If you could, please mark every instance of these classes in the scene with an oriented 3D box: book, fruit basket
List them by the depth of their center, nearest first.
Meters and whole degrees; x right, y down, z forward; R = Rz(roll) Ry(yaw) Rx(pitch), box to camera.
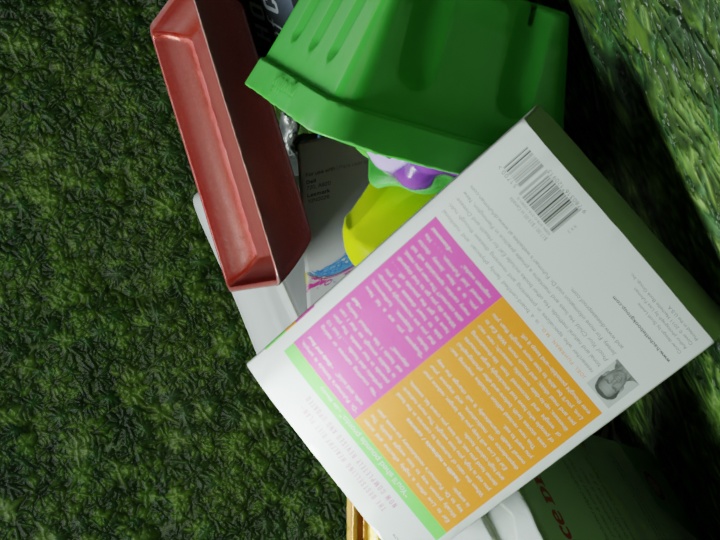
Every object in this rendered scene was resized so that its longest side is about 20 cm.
[{"bbox_3d":[0.054,0.035,0.886,0.134,0.200,0.048,49,-151,-1],"label":"book"},{"bbox_3d":[0.024,-0.056,0.973,0.216,0.155,0.216,-166,90,-73],"label":"fruit basket"}]

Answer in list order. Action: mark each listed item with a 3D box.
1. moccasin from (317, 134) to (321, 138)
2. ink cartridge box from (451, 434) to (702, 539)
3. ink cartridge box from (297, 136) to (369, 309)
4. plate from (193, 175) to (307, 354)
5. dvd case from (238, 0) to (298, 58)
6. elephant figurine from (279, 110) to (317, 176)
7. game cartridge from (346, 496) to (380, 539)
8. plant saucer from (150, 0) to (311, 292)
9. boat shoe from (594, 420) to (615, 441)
[{"bbox_3d":[-0.012,-0.134,1.423,0.200,0.068,0.081,-122,27,-48],"label":"moccasin"},{"bbox_3d":[0.115,0.163,1.017,0.200,0.087,0.145,22,-147,-51],"label":"ink cartridge box"},{"bbox_3d":[0.025,0.021,1.246,0.145,0.084,0.200,45,-143,-60],"label":"ink cartridge box"},{"bbox_3d":[0.000,0.000,1.371,0.200,0.199,0.032,65,150,25],"label":"plate"},{"bbox_3d":[-0.032,-0.176,1.126,0.200,0.025,0.151,31,143,49],"label":"dvd case"},{"bbox_3d":[0.008,-0.021,1.587,0.200,0.155,0.142,50,122,33],"label":"elephant figurine"},{"bbox_3d":[0.041,0.121,1.467,0.200,0.032,0.177,-28,-60,-65],"label":"game cartridge"},{"bbox_3d":[-0.085,-0.088,1.241,0.200,0.037,0.200,171,82,-76],"label":"plant saucer"},{"bbox_3d":[0.124,0.098,1.185,0.072,0.076,0.200,53,177,19],"label":"boat shoe"}]
